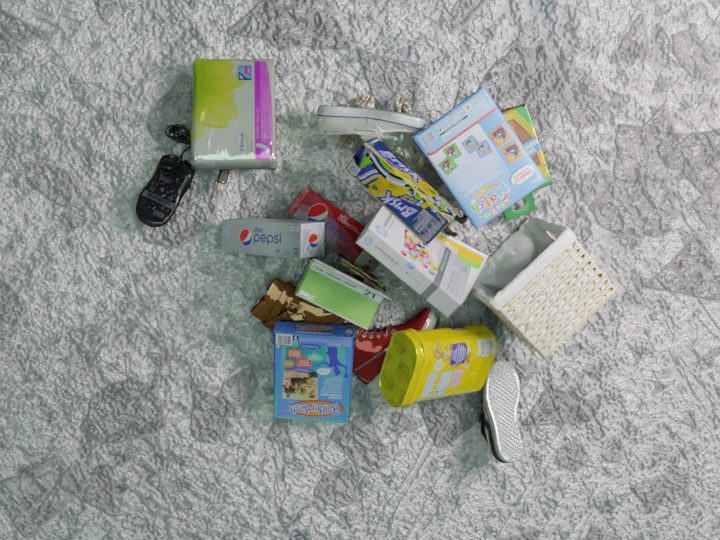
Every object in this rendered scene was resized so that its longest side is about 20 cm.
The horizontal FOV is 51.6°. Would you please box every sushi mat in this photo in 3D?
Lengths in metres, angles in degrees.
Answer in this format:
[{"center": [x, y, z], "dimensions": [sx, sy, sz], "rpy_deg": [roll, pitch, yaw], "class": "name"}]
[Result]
[{"center": [0.000, 0.000, 1.367], "dimensions": [0.096, 0.200, 0.012], "rpy_deg": [33, 92, -6], "class": "sushi mat"}]

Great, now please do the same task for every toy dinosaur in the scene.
[{"center": [0.152, -0.110, 1.404], "dimensions": [0.088, 0.200, 0.048], "rpy_deg": [6, 122, -39], "class": "toy dinosaur"}]

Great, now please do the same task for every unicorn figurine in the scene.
[{"center": [0.057, -0.259, 1.410], "dimensions": [0.200, 0.074, 0.138], "rpy_deg": [5, 98, 12], "class": "unicorn figurine"}]

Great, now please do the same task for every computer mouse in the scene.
[{"center": [-0.328, -0.163, 1.406], "dimensions": [0.140, 0.046, 0.200], "rpy_deg": [20, 85, -3], "class": "computer mouse"}]

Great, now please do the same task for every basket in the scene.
[{"center": [0.334, 0.026, 1.397], "dimensions": [0.200, 0.198, 0.161], "rpy_deg": [-45, 102, 2], "class": "basket"}]

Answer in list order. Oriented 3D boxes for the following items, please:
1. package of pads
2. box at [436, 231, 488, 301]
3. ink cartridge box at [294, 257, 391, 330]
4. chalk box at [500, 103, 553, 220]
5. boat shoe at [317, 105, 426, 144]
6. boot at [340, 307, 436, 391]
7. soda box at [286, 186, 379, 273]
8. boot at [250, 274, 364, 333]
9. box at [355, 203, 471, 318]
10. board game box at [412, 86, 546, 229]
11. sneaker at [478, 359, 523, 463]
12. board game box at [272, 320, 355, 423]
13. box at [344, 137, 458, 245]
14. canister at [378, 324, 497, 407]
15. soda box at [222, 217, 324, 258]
[{"center": [-0.233, -0.285, 1.365], "dimensions": [0.154, 0.068, 0.200], "rpy_deg": [-1, 85, -5], "class": "package of pads"}, {"center": [0.123, -0.034, 1.415], "dimensions": [0.200, 0.112, 0.101], "rpy_deg": [28, 95, -5], "class": "box"}, {"center": [-0.036, 0.042, 1.298], "dimensions": [0.148, 0.200, 0.076], "rpy_deg": [27, 91, -5], "class": "ink cartridge box"}, {"center": [0.272, -0.195, 1.398], "dimensions": [0.125, 0.124, 0.200], "rpy_deg": [-22, 98, 0], "class": "chalk box"}, {"center": [0.017, -0.258, 1.345], "dimensions": [0.200, 0.072, 0.066], "rpy_deg": [7, 104, 7], "class": "boat shoe"}, {"center": [0.040, 0.119, 1.452], "dimensions": [0.144, 0.072, 0.200], "rpy_deg": [43, 96, -6], "class": "boot"}, {"center": [-0.042, -0.077, 1.365], "dimensions": [0.200, 0.070, 0.063], "rpy_deg": [38, 95, 34], "class": "soda box"}, {"center": [-0.101, 0.055, 1.427], "dimensions": [0.155, 0.074, 0.200], "rpy_deg": [37, 96, -11], "class": "boot"}, {"center": [0.096, -0.025, 1.280], "dimensions": [0.200, 0.156, 0.041], "rpy_deg": [39, 118, -4], "class": "box"}, {"center": [0.210, -0.197, 1.316], "dimensions": [0.151, 0.037, 0.200], "rpy_deg": [-35, 98, 4], "class": "board game box"}, {"center": [0.276, 0.283, 1.489], "dimensions": [0.078, 0.079, 0.200], "rpy_deg": [3, 72, -10], "class": "sneaker"}, {"center": [-0.091, 0.197, 1.429], "dimensions": [0.152, 0.045, 0.200], "rpy_deg": [4, 116, 0], "class": "board game box"}, {"center": [0.072, -0.140, 1.302], "dimensions": [0.200, 0.070, 0.064], "rpy_deg": [44, 117, 3], "class": "box"}, {"center": [0.149, 0.176, 1.405], "dimensions": [0.200, 0.087, 0.149], "rpy_deg": [-2, 122, -33], "class": "canister"}, {"center": [-0.161, -0.061, 1.361], "dimensions": [0.200, 0.068, 0.064], "rpy_deg": [6, 99, 37], "class": "soda box"}]
